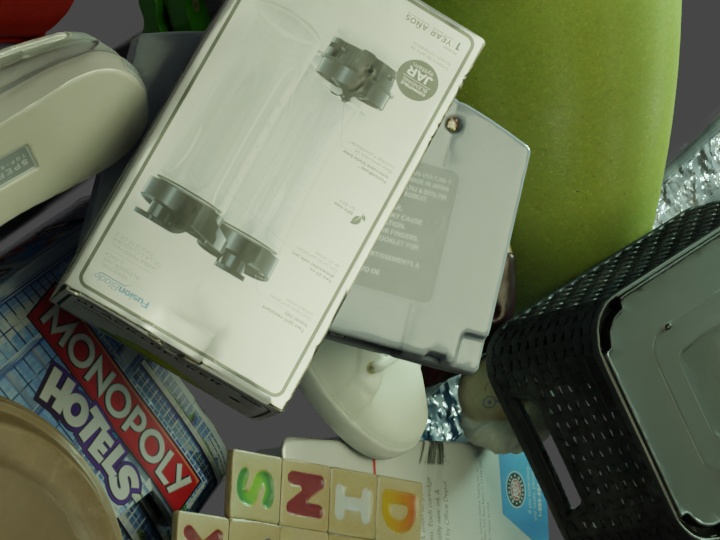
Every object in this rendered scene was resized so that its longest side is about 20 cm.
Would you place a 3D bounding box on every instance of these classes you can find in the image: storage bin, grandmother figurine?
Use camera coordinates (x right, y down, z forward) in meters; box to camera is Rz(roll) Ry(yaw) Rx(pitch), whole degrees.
[{"bbox_3d":[0.180,0.049,1.463,0.200,0.094,0.135,-30,98,-37],"label":"storage bin"},{"bbox_3d":[0.031,0.015,1.472,0.200,0.121,0.061,52,14,0],"label":"grandmother figurine"}]

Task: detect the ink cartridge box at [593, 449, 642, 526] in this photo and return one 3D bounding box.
[{"bbox_3d":[0.175,0.185,1.575,0.145,0.083,0.200,69,34,-55],"label":"ink cartridge box"}]

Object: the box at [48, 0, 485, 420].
[{"bbox_3d":[-0.043,-0.045,1.274,0.117,0.060,0.200,30,77,-9],"label":"box"}]

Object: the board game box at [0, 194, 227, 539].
[{"bbox_3d":[-0.138,0.062,1.332,0.200,0.062,0.200,54,50,-24],"label":"board game box"}]

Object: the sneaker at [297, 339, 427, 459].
[{"bbox_3d":[0.000,0.000,1.387,0.073,0.085,0.200,-35,107,-49],"label":"sneaker"}]

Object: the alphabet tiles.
[{"bbox_3d":[-0.018,0.179,1.374,0.200,0.006,0.166,14,72,-43],"label":"alphabet tiles"}]

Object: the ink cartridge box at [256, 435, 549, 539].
[{"bbox_3d":[0.010,0.148,1.463,0.200,0.067,0.116,7,77,-45],"label":"ink cartridge box"}]

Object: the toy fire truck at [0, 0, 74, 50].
[{"bbox_3d":[-0.149,-0.195,1.268,0.129,0.200,0.176,-2,84,-45],"label":"toy fire truck"}]

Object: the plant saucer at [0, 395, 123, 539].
[{"bbox_3d":[-0.177,0.150,1.222,0.200,0.029,0.200,1,88,-41],"label":"plant saucer"}]

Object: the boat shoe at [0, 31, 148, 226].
[{"bbox_3d":[-0.196,-0.053,1.266,0.200,0.069,0.072,-32,127,-8],"label":"boat shoe"}]

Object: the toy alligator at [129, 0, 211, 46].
[{"bbox_3d":[-0.091,-0.102,1.415,0.059,0.054,0.200,-35,108,-48],"label":"toy alligator"}]

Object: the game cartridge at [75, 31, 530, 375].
[{"bbox_3d":[-0.025,-0.038,1.327,0.200,0.040,0.133,16,83,-12],"label":"game cartridge"}]

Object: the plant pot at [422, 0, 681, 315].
[{"bbox_3d":[0.094,-0.083,1.533,0.187,0.187,0.200,-26,114,-45],"label":"plant pot"}]
